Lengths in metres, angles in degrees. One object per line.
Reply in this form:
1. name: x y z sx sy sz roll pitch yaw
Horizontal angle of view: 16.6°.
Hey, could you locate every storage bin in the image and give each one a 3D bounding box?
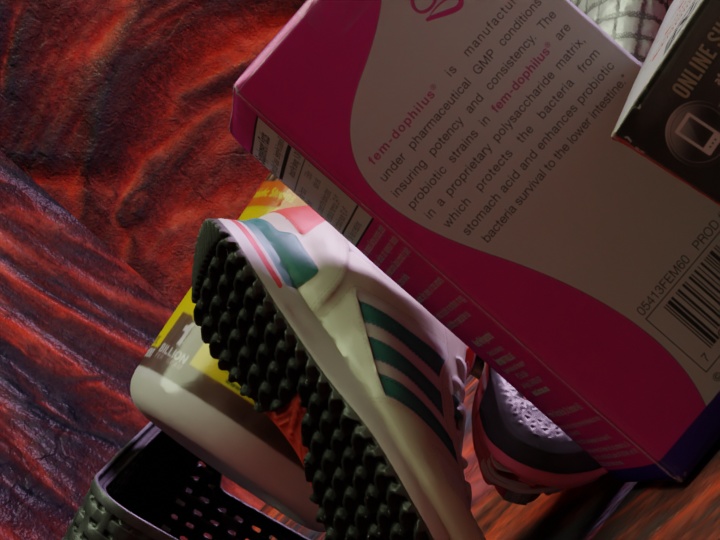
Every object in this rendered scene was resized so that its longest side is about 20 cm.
1. storage bin: -0.059 0.143 1.042 0.094 0.135 0.200 -61 -2 9

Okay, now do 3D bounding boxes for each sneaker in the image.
1. sneaker: 0.080 0.064 1.009 0.200 0.073 0.087 -62 -11 -75
2. sneaker: 0.019 0.050 0.905 0.093 0.200 0.070 -17 -32 -29

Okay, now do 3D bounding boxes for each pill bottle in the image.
1. pill bottle: 0.000 0.000 1.023 0.200 0.109 0.109 -56 1 -9

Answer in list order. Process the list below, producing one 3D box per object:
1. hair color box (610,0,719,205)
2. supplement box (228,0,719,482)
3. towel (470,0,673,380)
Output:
1. hair color box: 0.141 -0.090 0.797 0.102 0.061 0.200 -57 -1 21
2. supplement box: 0.059 -0.028 0.865 0.101 0.200 0.103 -48 0 -7
3. towel: 0.117 -0.040 1.177 0.200 0.085 0.166 124 158 -59
